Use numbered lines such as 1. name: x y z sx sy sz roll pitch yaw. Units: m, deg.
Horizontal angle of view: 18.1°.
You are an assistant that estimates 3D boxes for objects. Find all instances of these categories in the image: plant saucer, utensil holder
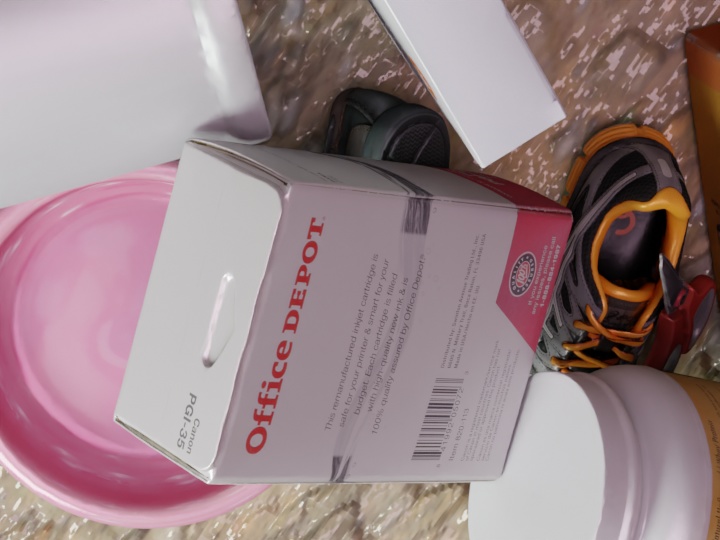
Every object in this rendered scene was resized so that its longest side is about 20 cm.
1. plant saucer: -0.111 0.033 1.173 0.199 0.051 0.202 1 107 2
2. utensil holder: -0.158 -0.115 1.068 0.199 0.170 0.171 -17 111 -2

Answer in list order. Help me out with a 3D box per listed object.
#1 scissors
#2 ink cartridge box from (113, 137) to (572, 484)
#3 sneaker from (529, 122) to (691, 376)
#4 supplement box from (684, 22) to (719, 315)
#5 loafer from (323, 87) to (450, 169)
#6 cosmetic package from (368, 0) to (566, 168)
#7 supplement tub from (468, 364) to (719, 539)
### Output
1. scissors: 0.166 0.010 1.171 0.014 0.200 0.073 32 71 19
2. ink cartridge box: -0.006 0.021 1.085 0.199 0.083 0.147 5 105 -45
3. sneaker: 0.126 0.023 1.214 0.078 0.077 0.201 8 109 -15
4. supplement box: 0.226 -0.034 1.218 0.068 0.067 0.201 -13 111 -10
5. loafer: 0.000 0.000 1.201 0.072 0.063 0.201 -7 117 -41
6. cosmetic package: 0.022 -0.148 1.070 0.052 0.200 0.151 -33 110 3
7. supplement tub: 0.171 0.128 1.160 0.199 0.145 0.145 12 106 -28
